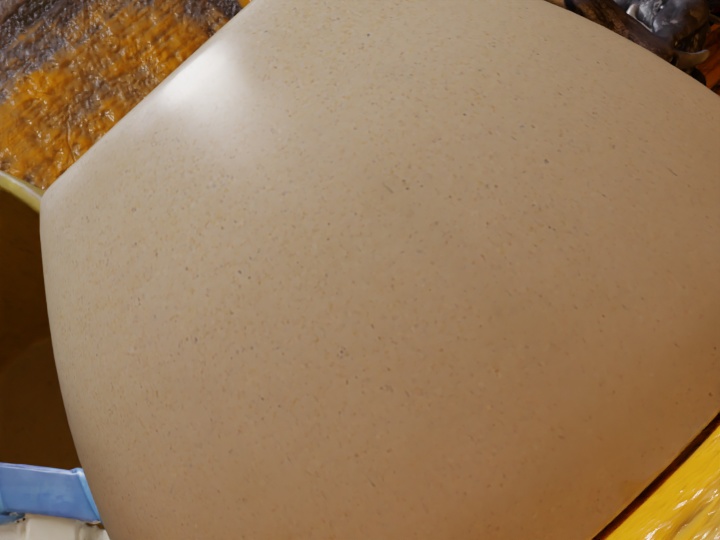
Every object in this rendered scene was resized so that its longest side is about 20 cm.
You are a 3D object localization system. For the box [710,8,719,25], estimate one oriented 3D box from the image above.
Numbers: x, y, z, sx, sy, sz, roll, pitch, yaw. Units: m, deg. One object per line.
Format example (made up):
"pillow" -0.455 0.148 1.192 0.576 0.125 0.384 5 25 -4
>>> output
"box" 0.102 -0.121 1.043 0.136 0.038 0.200 -9 -16 -37

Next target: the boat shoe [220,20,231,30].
"boat shoe" -0.033 -0.056 0.947 0.200 0.062 0.075 -69 0 -77

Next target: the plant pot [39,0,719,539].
"plant pot" 0.000 0.000 0.642 0.200 0.134 0.200 -41 5 4

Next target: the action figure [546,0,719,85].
"action figure" 0.062 -0.067 0.916 0.200 0.102 0.119 -48 -4 -38

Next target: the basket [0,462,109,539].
"basket" -0.127 0.068 0.666 0.176 0.139 0.200 -61 -22 -82

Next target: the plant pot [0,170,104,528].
"plant pot" -0.119 0.066 0.838 0.200 0.200 0.142 -41 -17 15
